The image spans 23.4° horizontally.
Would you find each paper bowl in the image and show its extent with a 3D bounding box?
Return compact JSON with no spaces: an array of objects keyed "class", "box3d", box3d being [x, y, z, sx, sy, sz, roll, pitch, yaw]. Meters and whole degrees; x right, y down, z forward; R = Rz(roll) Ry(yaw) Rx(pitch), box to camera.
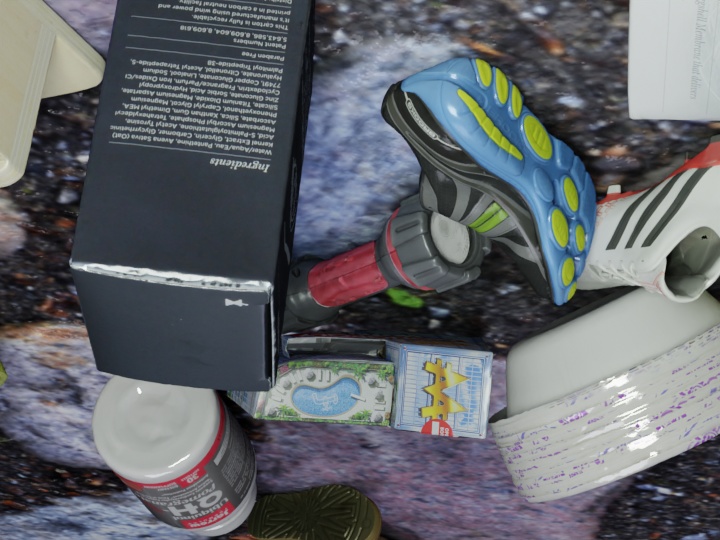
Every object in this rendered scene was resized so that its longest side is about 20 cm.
[{"class":"paper bowl","box3d":[0.180,0.072,1.188,0.200,0.105,0.201,-26,179,-1]}]

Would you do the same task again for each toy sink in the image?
[{"class":"toy sink","box3d":[-0.255,-0.109,0.974,0.129,0.113,0.200,-6,152,26]}]

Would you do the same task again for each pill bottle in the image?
[{"class":"pill bottle","box3d":[-0.153,0.162,1.513,0.110,0.112,0.200,1,154,13]}]

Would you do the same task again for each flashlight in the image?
[{"class":"flashlight","box3d":[0.000,0.000,1.189,0.068,0.068,0.199,41,142,-25]}]

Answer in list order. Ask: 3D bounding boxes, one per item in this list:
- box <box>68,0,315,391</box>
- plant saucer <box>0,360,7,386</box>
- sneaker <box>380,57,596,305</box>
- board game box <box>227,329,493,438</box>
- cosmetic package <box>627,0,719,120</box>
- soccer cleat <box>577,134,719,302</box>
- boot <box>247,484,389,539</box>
[{"class":"box","box3d":[-0.085,-0.055,0.939,0.103,0.201,0.148,7,155,0]},{"class":"plant saucer","box3d":[-0.412,0.072,1.466,0.199,0.048,0.200,17,153,-20]},{"class":"sneaker","box3d":[0.081,-0.054,1.051,0.082,0.071,0.200,-1,144,40]},{"class":"board game box","box3d":[0.016,0.077,1.236,0.198,0.062,0.200,4,180,-12]},{"class":"cosmetic package","box3d":[0.215,-0.161,0.737,0.198,0.124,0.200,1,154,9]},{"class":"soccer cleat","box3d":[0.184,-0.013,1.091,0.068,0.086,0.200,20,151,-26]},{"class":"boot","box3d":[0.005,0.281,1.782,0.174,0.067,0.200,0,156,43]}]
